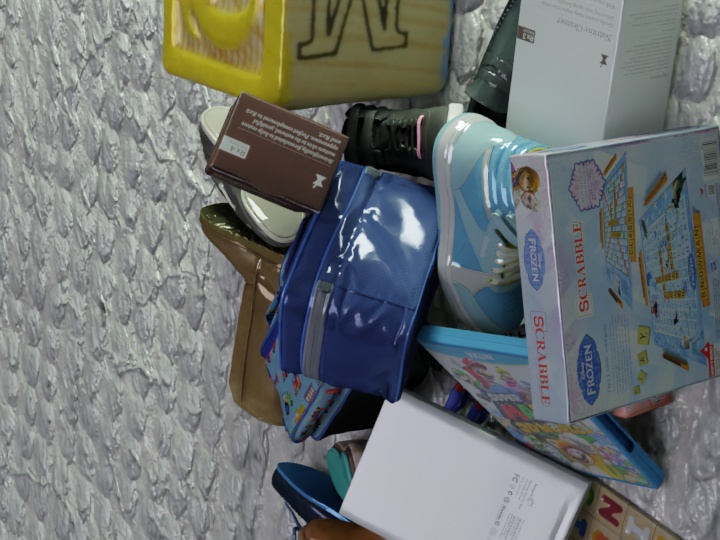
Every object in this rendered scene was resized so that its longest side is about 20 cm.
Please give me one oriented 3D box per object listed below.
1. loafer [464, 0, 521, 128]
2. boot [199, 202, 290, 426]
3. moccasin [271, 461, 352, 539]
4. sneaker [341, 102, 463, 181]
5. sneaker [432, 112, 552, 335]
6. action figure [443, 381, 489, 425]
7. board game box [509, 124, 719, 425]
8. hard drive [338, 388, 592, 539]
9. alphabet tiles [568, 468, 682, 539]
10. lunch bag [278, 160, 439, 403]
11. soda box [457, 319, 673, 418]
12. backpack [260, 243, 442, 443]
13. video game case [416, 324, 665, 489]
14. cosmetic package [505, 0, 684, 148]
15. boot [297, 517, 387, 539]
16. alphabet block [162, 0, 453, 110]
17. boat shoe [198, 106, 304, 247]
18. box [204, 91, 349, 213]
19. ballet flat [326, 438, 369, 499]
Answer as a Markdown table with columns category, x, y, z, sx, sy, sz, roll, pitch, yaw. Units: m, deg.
| category | x | y | z | sx | sy | sz | roll | pitch | yaw |
| --- | --- | --- | --- | --- | --- | --- | --- | --- | --- |
| loafer | 0.127 | -0.156 | 1.409 | 0.068 | 0.070 | 0.201 | 38 | 126 | 39 |
| boot | -0.123 | 0.045 | 1.775 | 0.175 | 0.066 | 0.201 | 33 | 124 | 42 |
| moccasin | -0.030 | 0.270 | 1.700 | 0.200 | 0.080 | 0.068 | 35 | 113 | 42 |
| sneaker | 0.035 | -0.113 | 1.441 | 0.200 | 0.099 | 0.071 | -160 | 75 | -83 |
| sneaker | 0.126 | -0.021 | 1.326 | 0.130 | 0.079 | 0.201 | 23 | 133 | 50 |
| action figure | 0.083 | 0.172 | 1.569 | 0.065 | 0.052 | 0.201 | 36 | 127 | 35 |
| board game box | 0.205 | -0.002 | 1.250 | 0.041 | 0.199 | 0.201 | 2 | 100 | 51 |
| hard drive | 0.093 | 0.206 | 1.476 | 0.199 | 0.026 | 0.132 | 25 | 101 | 17 |
| alphabet tiles | 0.221 | 0.278 | 1.454 | 0.200 | 0.006 | 0.167 | 34 | 124 | 41 |
| lunch bag | 0.000 | 0.000 | 1.430 | 0.132 | 0.201 | 0.136 | 16 | 140 | 6 |
| soda box | 0.175 | 0.077 | 1.416 | 0.199 | 0.063 | 0.069 | 5 | 103 | 50 |
| backpack | -0.023 | 0.044 | 1.583 | 0.183 | 0.134 | 0.201 | 124 | 133 | -56 |
| video game case | 0.153 | 0.116 | 1.381 | 0.143 | 0.018 | 0.200 | 7 | 149 | 50 |
| cosmetic package | 0.186 | -0.151 | 1.329 | 0.113 | 0.081 | 0.201 | 26 | 119 | 44 |
| boot | 0.052 | 0.239 | 1.537 | 0.199 | 0.077 | 0.156 | 23 | 122 | 4 |
| alphabet block | -0.047 | -0.264 | 1.495 | 0.195 | 0.199 | 0.197 | 21 | 115 | 46 |
| boat shoe | -0.115 | -0.091 | 1.738 | 0.200 | 0.067 | 0.057 | 58 | 153 | 31 |
| box | -0.077 | -0.100 | 1.418 | 0.200 | 0.100 | 0.075 | -150 | 83 | -82 |
| ballet flat | 0.010 | 0.198 | 1.634 | 0.200 | 0.067 | 0.068 | 149 | 106 | -81 |
